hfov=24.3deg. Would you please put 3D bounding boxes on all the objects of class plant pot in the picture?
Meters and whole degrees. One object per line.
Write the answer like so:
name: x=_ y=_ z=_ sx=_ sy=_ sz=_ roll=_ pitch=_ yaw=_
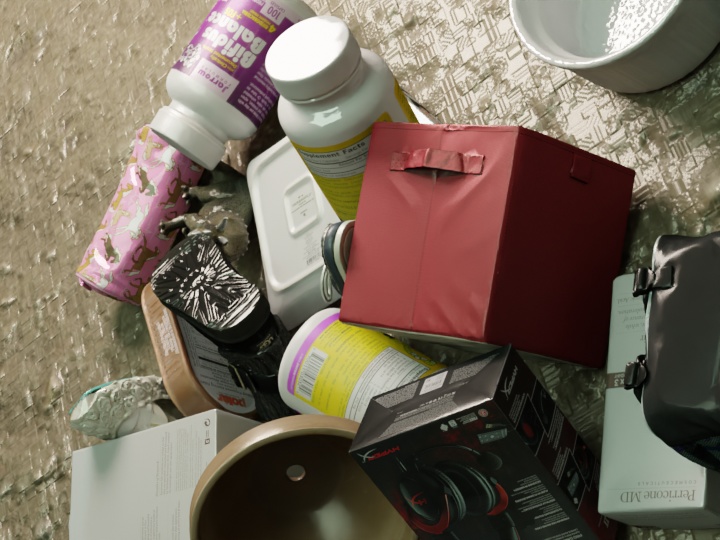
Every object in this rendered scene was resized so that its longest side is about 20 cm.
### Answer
plant pot: x=-0.051 y=0.200 z=1.467 sx=0.201 sy=0.201 sz=0.093 roll=-49 pitch=23 yaw=16

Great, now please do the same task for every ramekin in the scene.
ramekin: x=0.241 y=-0.256 z=1.490 sx=0.200 sy=0.098 sz=0.201 roll=-18 pitch=61 yaw=37

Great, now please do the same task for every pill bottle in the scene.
pill bottle: x=0.030 y=0.119 z=1.506 sx=0.200 sy=0.104 sz=0.104 roll=28 pitch=92 yaw=29
pill bottle: x=-0.137 y=-0.211 z=1.785 sx=0.112 sy=0.112 sz=0.200 roll=29 pitch=84 yaw=45
pill bottle: x=-0.007 y=-0.131 z=1.511 sx=0.111 sy=0.200 sz=0.111 roll=-16 pitch=45 yaw=16

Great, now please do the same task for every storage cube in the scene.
storage cube: x=0.112 y=-0.021 z=1.445 sx=0.171 sy=0.200 sz=0.180 roll=6 pitch=83 yaw=43

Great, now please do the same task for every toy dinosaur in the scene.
toy dinosaur: x=-0.150 y=-0.060 z=1.785 sx=0.102 sy=0.077 sz=0.200 roll=-8 pitch=30 yaw=20

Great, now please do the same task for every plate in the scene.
plate: x=-0.048 y=-0.064 z=1.678 sx=0.199 sy=0.032 sz=0.200 roll=-32 pitch=61 yaw=42

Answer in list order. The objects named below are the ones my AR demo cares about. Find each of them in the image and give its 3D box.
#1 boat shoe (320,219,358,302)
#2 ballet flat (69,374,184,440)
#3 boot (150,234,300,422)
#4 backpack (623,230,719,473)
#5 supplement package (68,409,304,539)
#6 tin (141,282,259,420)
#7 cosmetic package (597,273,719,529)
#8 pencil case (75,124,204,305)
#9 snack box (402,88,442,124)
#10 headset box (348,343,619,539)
boat shoe: x=0.000 y=0.000 z=1.526 sx=0.062 sy=0.200 sz=0.075 roll=14 pitch=82 yaw=25
ballet flat: x=-0.199 y=0.141 z=1.661 sx=0.072 sy=0.200 sz=0.072 roll=2 pitch=94 yaw=34
boot: x=-0.117 y=0.064 z=1.648 sx=0.079 sy=0.158 sz=0.211 roll=-41 pitch=36 yaw=-5
backpack: x=0.305 y=0.066 z=1.228 sx=0.150 sy=0.200 sz=0.178 roll=-9 pitch=63 yaw=35
supplement package: x=-0.159 y=0.240 z=1.606 sx=0.200 sy=0.151 sz=0.152 roll=-19 pitch=62 yaw=36
tin: x=-0.161 y=0.080 z=1.701 sx=0.042 sy=0.112 sz=0.200 roll=-44 pitch=49 yaw=28
cosmetic package: x=0.255 y=0.103 z=1.345 sx=0.102 sy=0.074 sz=0.200 roll=-10 pitch=65 yaw=40
pencil case: x=-0.244 y=-0.060 z=1.859 sx=0.086 sy=0.083 sz=0.200 roll=23 pitch=89 yaw=63
snack box: x=0.022 y=-0.120 z=1.673 sx=0.116 sy=0.037 sz=0.200 roll=-55 pitch=46 yaw=12
headset box: x=0.111 y=0.175 z=1.376 sx=0.148 sy=0.200 sz=0.075 roll=-23 pitch=25 yaw=32
